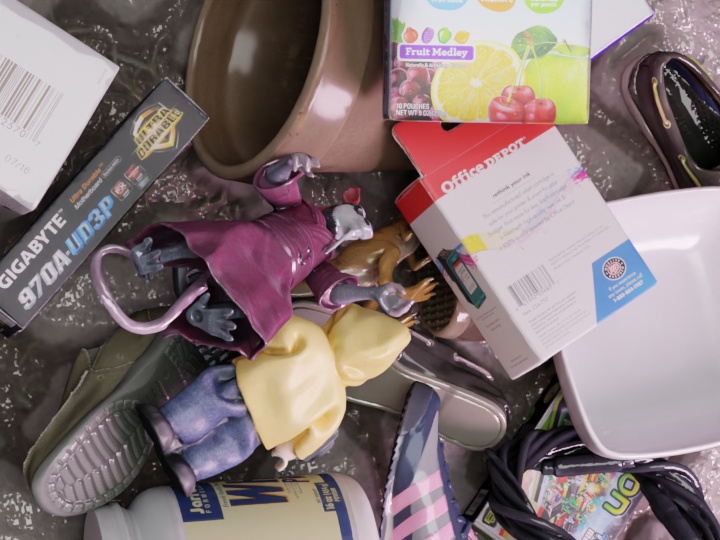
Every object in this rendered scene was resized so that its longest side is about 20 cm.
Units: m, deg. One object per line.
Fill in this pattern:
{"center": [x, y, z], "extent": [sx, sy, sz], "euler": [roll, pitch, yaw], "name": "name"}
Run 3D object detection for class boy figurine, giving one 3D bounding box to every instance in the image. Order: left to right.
{"center": [-0.060, 0.077, 1.515], "extent": [0.199, 0.064, 0.125], "euler": [-31, 111, -11], "name": "boy figurine"}

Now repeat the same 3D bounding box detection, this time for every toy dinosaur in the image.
{"center": [0.000, 0.000, 1.597], "extent": [0.200, 0.061, 0.106], "euler": [-29, 61, -19], "name": "toy dinosaur"}

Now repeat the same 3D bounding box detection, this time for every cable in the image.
{"center": [0.185, 0.179, 1.601], "extent": [0.200, 0.051, 0.163], "euler": [32, 46, 8], "name": "cable"}

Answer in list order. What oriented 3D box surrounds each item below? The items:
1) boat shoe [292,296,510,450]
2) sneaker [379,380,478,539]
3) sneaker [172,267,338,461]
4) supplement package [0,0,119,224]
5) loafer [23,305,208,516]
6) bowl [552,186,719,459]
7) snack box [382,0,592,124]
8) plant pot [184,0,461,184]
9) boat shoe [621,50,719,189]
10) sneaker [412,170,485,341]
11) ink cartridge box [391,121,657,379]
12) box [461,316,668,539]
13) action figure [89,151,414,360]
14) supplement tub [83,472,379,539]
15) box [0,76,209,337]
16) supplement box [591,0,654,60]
{"center": [0.026, 0.073, 1.640], "extent": [0.199, 0.057, 0.067], "euler": [30, 116, -9], "name": "boat shoe"}
{"center": [0.056, 0.185, 1.591], "extent": [0.082, 0.070, 0.201], "euler": [7, 88, 3], "name": "sneaker"}
{"center": [-0.087, 0.053, 1.575], "extent": [0.066, 0.078, 0.201], "euler": [-34, 113, -7], "name": "sneaker"}
{"center": [-0.260, -0.113, 1.482], "extent": [0.117, 0.200, 0.118], "euler": [32, 80, -12], "name": "supplement package"}
{"center": [-0.184, 0.099, 1.545], "extent": [0.200, 0.069, 0.075], "euler": [-49, 137, -37], "name": "loafer"}
{"center": [0.232, 0.046, 1.641], "extent": [0.199, 0.075, 0.201], "euler": [-10, 78, -18], "name": "bowl"}
{"center": [0.087, -0.202, 1.458], "extent": [0.141, 0.053, 0.201], "euler": [1, 96, -5], "name": "snack box"}
{"center": [-0.010, -0.146, 1.576], "extent": [0.174, 0.200, 0.201], "euler": [14, 84, -33], "name": "plant pot"}
{"center": [0.285, -0.089, 1.708], "extent": [0.072, 0.061, 0.201], "euler": [-39, 98, -13], "name": "boat shoe"}
{"center": [0.087, -0.044, 1.659], "extent": [0.075, 0.070, 0.201], "euler": [10, 83, -41], "name": "sneaker"}
{"center": [0.110, -0.038, 1.553], "extent": [0.116, 0.067, 0.200], "euler": [-32, 86, -22], "name": "ink cartridge box"}
{"center": [0.179, 0.147, 1.683], "extent": [0.110, 0.035, 0.200], "euler": [36, 79, -12], "name": "box"}
{"center": [-0.062, -0.003, 1.481], "extent": [0.200, 0.149, 0.134], "euler": [-29, 97, -49], "name": "action figure"}
{"center": [-0.095, 0.226, 1.546], "extent": [0.199, 0.145, 0.146], "euler": [-3, 89, -16], "name": "supplement tub"}
{"center": [-0.198, -0.042, 1.519], "extent": [0.046, 0.159, 0.200], "euler": [42, 79, -8], "name": "box"}
{"center": [0.135, -0.204, 1.590], "extent": [0.103, 0.200, 0.101], "euler": [-36, 98, -1], "name": "supplement box"}
